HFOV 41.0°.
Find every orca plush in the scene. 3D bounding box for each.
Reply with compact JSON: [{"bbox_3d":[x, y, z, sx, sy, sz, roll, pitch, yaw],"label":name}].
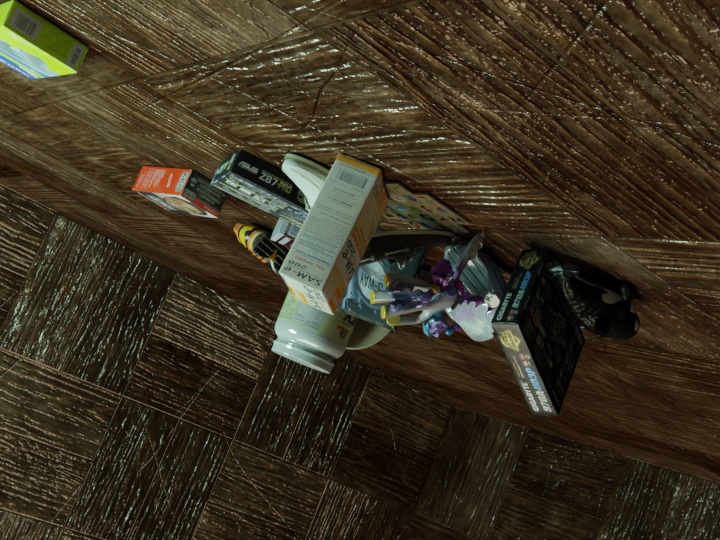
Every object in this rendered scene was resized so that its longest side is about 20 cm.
[{"bbox_3d":[0.356,0.060,1.421,0.105,0.071,0.200,-24,134,19],"label":"orca plush"}]

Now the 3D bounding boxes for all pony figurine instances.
[{"bbox_3d":[0.131,0.040,1.510,0.199,0.167,0.193,1,162,-12],"label":"pony figurine"}]

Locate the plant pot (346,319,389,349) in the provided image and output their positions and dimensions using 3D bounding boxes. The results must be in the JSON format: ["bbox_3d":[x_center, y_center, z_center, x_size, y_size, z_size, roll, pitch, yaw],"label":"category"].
[{"bbox_3d":[-0.039,0.051,2.086,0.187,0.188,0.200,27,-177,-25],"label":"plant pot"}]

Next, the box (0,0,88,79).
[{"bbox_3d":[-0.495,-0.332,1.405,0.122,0.048,0.200,31,166,-37],"label":"box"}]

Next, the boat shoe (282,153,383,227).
[{"bbox_3d":[-0.050,-0.107,1.518,0.200,0.069,0.075,36,170,-28],"label":"boat shoe"}]

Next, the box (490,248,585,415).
[{"bbox_3d":[0.269,0.093,1.439,0.046,0.159,0.200,-2,132,35],"label":"box"}]

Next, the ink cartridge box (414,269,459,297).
[{"bbox_3d":[0.123,0.019,1.889,0.199,0.044,0.174,25,169,-12],"label":"ink cartridge box"}]

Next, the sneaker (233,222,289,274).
[{"bbox_3d":[-0.217,-0.057,2.186,0.090,0.070,0.200,34,175,27],"label":"sneaker"}]

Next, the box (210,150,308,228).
[{"bbox_3d":[-0.149,-0.134,1.675,0.200,0.049,0.161,26,167,-17],"label":"box"}]

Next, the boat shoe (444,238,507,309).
[{"bbox_3d":[0.200,0.014,1.614,0.073,0.067,0.200,-16,125,25],"label":"boat shoe"}]

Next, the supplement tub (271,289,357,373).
[{"bbox_3d":[-0.079,0.083,1.859,0.145,0.201,0.145,21,171,4],"label":"supplement tub"}]

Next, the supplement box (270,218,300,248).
[{"bbox_3d":[-0.067,-0.051,1.879,0.199,0.061,0.109,25,170,-11],"label":"supplement box"}]

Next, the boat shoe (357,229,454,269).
[{"bbox_3d":[0.052,-0.033,1.519,0.199,0.063,0.073,-4,-178,-15],"label":"boat shoe"}]

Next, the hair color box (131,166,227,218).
[{"bbox_3d":[-0.369,-0.161,1.960,0.101,0.061,0.200,32,165,-38],"label":"hair color box"}]

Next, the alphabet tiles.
[{"bbox_3d":[0.072,-0.100,1.499,0.166,0.006,0.200,30,167,-36],"label":"alphabet tiles"}]

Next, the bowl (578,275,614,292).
[{"bbox_3d":[0.341,0.045,1.572,0.200,0.039,0.201,21,170,4],"label":"bowl"}]

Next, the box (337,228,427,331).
[{"bbox_3d":[0.000,0.000,1.725,0.199,0.161,0.044,21,169,13],"label":"box"}]

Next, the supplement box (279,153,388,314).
[{"bbox_3d":[-0.034,-0.050,1.406,0.073,0.201,0.126,23,167,13],"label":"supplement box"}]
